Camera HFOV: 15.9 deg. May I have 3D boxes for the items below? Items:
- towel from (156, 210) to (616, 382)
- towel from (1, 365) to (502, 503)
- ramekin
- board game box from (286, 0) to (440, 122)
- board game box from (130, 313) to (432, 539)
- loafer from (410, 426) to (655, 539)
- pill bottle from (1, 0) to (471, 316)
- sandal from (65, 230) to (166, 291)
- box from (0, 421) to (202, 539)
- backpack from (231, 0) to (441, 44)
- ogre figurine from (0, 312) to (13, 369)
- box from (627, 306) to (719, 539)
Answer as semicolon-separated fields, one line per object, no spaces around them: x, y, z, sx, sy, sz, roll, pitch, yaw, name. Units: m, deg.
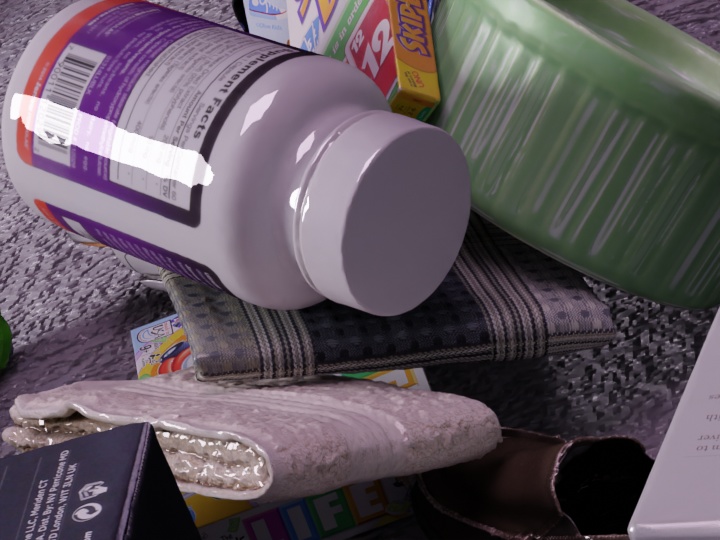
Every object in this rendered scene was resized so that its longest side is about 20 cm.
0.000;0.000;1.191;0.192;0.035;0.200;-6;26;-11;towel
-0.051;0.064;1.090;0.132;0.035;0.200;-9;8;-41;towel
0.111;-0.066;1.193;0.098;0.200;0.200;-61;26;14;ramekin
-0.003;-0.127;1.219;0.096;0.030;0.200;-52;30;42;board game box
-0.034;0.065;1.225;0.134;0.034;0.200;-20;28;0;board game box
0.095;0.092;1.052;0.200;0.072;0.073;14;43;46;loafer
-0.053;-0.047;1.121;0.200;0.112;0.111;21;48;38;pill bottle
-0.061;-0.011;1.341;0.206;0.059;0.079;-2;17;27;sandal
-0.137;0.182;0.915;0.199;0.197;0.118;-15;28;11;box
0.013;-0.146;1.396;0.154;0.191;0.200;-3;32;29;backpack
-0.251;0.037;1.327;0.098;0.120;0.200;-11;28;26;ogre figurine
0.187;0.086;0.916;0.106;0.153;0.200;-4;33;27;box
